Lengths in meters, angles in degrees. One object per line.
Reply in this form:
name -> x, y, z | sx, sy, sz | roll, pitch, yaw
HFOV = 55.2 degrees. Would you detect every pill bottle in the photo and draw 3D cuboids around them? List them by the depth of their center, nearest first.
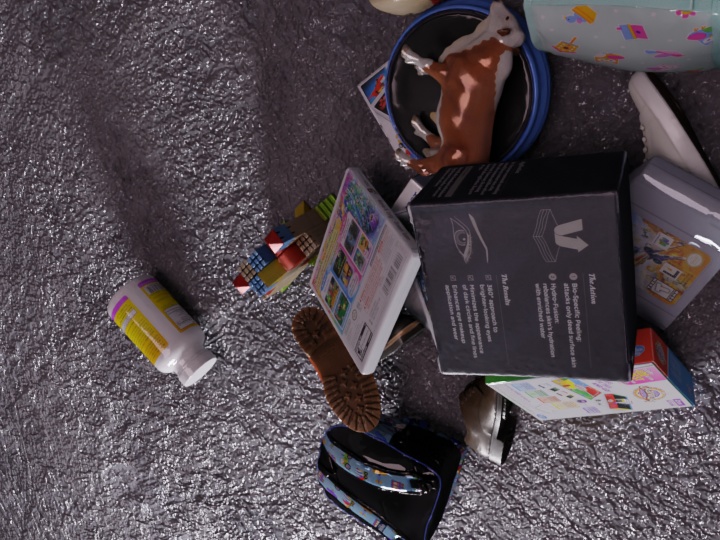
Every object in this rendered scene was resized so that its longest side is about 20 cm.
pill bottle -> -0.351, 0.110, 1.231 | 0.200, 0.104, 0.104 | 45, 127, 9

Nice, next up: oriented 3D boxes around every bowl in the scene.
bowl -> 0.117, -0.205, 0.792 | 0.199, 0.039, 0.203 | 14, 118, 27

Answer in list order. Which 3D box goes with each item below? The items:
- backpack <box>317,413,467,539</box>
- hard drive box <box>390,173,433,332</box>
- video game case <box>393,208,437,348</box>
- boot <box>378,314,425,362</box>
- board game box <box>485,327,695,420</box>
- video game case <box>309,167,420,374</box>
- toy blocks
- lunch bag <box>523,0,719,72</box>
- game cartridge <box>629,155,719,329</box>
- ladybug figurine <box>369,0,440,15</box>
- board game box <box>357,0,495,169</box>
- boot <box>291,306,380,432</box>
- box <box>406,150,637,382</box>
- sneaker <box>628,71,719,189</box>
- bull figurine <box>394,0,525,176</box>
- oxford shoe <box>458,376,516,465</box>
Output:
backpack -> 0.039, 0.302, 1.043 | 0.198, 0.134, 0.184 | 22, 121, 23
hard drive box -> 0.117, -0.008, 0.897 | 0.200, 0.077, 0.156 | 41, 126, 11
video game case -> 0.146, 0.004, 0.823 | 0.180, 0.023, 0.202 | -13, 103, 34
boot -> 0.007, 0.052, 0.954 | 0.139, 0.077, 0.200 | 60, 157, 2
board game box -> 0.272, 0.130, 0.822 | 0.198, 0.041, 0.153 | -15, 145, 36
video game case -> 0.000, 0.000, 0.895 | 0.183, 0.023, 0.201 | 56, 138, 40
toy blocks -> -0.117, -0.016, 1.006 | 0.100, 0.136, 0.200 | 50, 128, 4
lunch bag -> 0.253, -0.247, 0.625 | 0.169, 0.199, 0.123 | 15, 109, 28
game cartridge -> 0.312, -0.025, 0.740 | 0.132, 0.042, 0.201 | 30, 149, 15
ladybug figurine -> 0.088, -0.361, 0.744 | 0.072, 0.136, 0.200 | 26, 118, -33
board game box -> 0.102, -0.227, 0.838 | 0.199, 0.035, 0.127 | -28, 94, 38
boot -> -0.027, 0.153, 1.030 | 0.201, 0.075, 0.107 | 59, 175, 22
box -> 0.173, -0.003, 0.705 | 0.198, 0.118, 0.199 | -1, 116, 26
sneaker -> 0.318, -0.110, 0.726 | 0.084, 0.073, 0.201 | -27, 96, 35
bull figurine -> 0.105, -0.187, 0.743 | 0.120, 0.065, 0.202 | 19, 119, 25
oxford shoe -> 0.172, 0.172, 0.942 | 0.084, 0.073, 0.202 | 18, 119, 27
